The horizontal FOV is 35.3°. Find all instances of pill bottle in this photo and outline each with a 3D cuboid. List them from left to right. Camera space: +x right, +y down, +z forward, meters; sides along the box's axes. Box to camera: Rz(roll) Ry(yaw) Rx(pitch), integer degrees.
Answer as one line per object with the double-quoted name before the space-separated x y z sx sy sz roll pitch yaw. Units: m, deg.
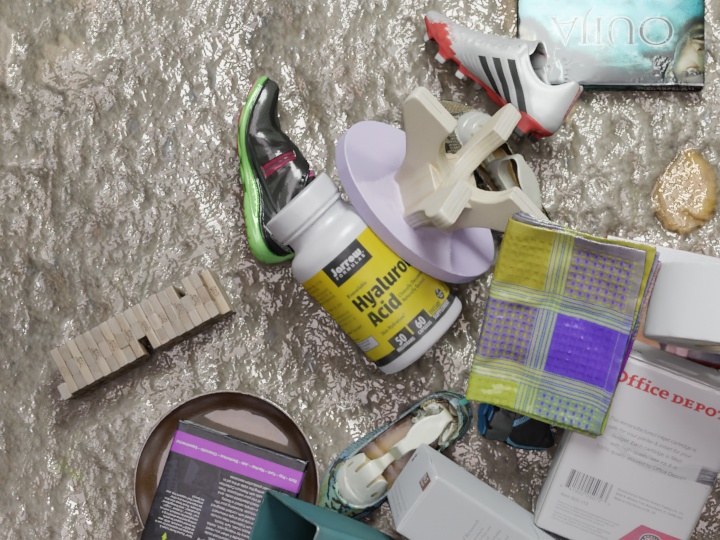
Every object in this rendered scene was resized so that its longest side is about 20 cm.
"pill bottle" 0.000 0.000 1.161 0.111 0.111 0.200 -43 96 -1

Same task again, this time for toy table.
"toy table" 0.082 -0.085 1.114 0.200 0.117 0.184 35 51 -18

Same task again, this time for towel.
"towel" 0.184 0.051 1.059 0.143 0.023 0.200 17 109 11

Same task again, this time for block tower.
"block tower" -0.238 0.069 1.224 0.200 0.054 0.058 -30 82 1

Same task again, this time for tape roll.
"tape roll" 0.364 0.043 1.035 0.202 0.202 0.071 8 86 6

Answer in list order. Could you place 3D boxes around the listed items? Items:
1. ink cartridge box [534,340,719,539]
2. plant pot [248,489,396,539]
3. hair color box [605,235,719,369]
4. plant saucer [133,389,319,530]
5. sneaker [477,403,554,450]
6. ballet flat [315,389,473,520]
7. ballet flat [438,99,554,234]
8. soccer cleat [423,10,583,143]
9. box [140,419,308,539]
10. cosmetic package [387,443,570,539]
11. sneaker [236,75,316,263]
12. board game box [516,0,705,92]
"ink cartridge box" 0.276 0.179 1.124 0.146 0.083 0.200 21 105 7
"plant pot" -0.004 0.321 1.112 0.200 0.141 0.141 20 86 -24
"hair color box" 0.340 0.039 1.172 0.200 0.064 0.111 12 86 7
"plant saucer" -0.141 0.228 1.210 0.200 0.032 0.201 0 85 5
"sneaker" 0.191 0.090 1.185 0.082 0.073 0.200 21 92 -10
"ballet flat" 0.030 0.193 1.180 0.200 0.074 0.074 -41 82 0
"ballet flat" 0.147 -0.111 1.197 0.068 0.075 0.200 -28 81 -23
"soccer cleat" 0.148 -0.221 1.196 0.085 0.069 0.200 -49 65 16
"box" -0.151 0.272 1.174 0.143 0.036 0.200 18 84 6
"cosmetic package" 0.127 0.264 1.119 0.200 0.102 0.074 33 96 -8
"sneaker" -0.089 -0.110 1.226 0.084 0.077 0.200 -6 93 -2
"board game box" 0.269 -0.262 1.226 0.200 0.028 0.135 1 84 5
